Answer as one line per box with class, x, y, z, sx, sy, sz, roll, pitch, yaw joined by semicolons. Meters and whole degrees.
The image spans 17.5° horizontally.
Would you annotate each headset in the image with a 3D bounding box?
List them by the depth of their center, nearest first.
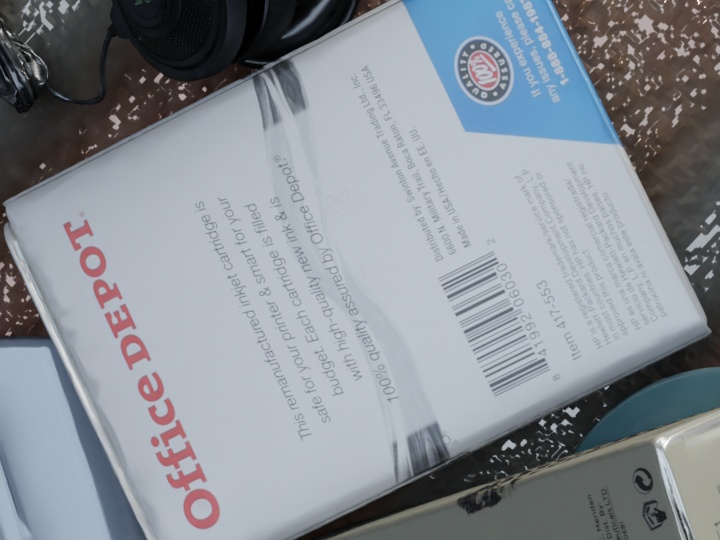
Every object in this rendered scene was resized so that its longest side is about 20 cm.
headset;-0.051;-0.114;0.804;0.199;0.123;0.094;-27;87;22

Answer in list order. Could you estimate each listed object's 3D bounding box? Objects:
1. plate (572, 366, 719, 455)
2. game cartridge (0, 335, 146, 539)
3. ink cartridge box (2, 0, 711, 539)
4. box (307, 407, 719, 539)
plate;0.129;0.132;0.762;0.199;0.025;0.202;13;109;41
game cartridge;-0.176;0.101;0.851;0.199;0.042;0.134;-19;91;5
ink cartridge box;0.000;0.000;0.809;0.199;0.086;0.147;-26;86;6
box;0.059;0.098;0.749;0.199;0.082;0.069;-23;83;46
